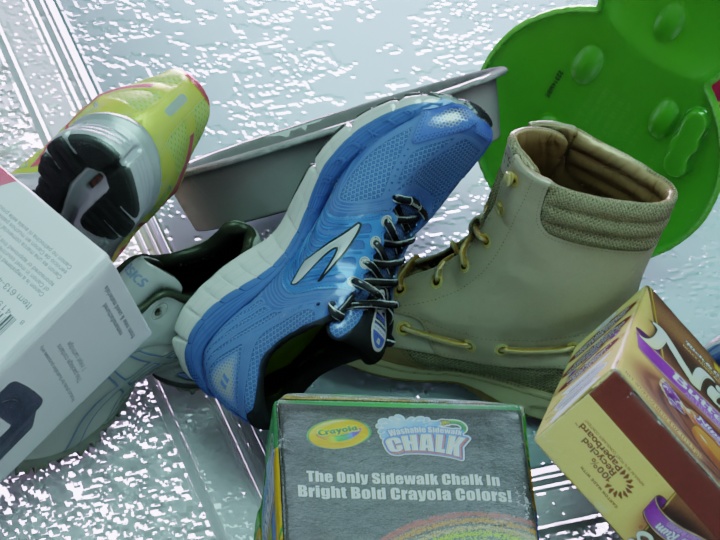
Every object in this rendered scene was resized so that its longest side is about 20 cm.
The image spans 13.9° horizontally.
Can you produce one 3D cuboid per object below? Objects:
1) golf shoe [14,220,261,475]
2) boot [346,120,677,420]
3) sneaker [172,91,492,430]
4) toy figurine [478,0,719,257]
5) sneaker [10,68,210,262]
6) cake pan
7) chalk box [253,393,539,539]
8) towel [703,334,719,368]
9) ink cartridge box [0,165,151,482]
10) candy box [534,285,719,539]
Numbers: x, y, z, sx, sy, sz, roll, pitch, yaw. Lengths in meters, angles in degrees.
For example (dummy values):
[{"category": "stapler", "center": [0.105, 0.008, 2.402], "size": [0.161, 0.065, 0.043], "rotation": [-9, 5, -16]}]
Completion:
[{"category": "golf shoe", "center": [-0.132, 0.030, 1.499], "size": [0.199, 0.097, 0.078], "rotation": [-26, 55, -30]}, {"category": "boot", "center": [0.055, -0.012, 1.530], "size": [0.199, 0.156, 0.073], "rotation": [18, 38, 7]}, {"category": "sneaker", "center": [0.000, 0.000, 1.460], "size": [0.078, 0.200, 0.089], "rotation": [28, 16, -51]}, {"category": "toy figurine", "center": [0.176, -0.126, 1.676], "size": [0.150, 0.200, 0.184], "rotation": [35, 34, 8]}, {"category": "sneaker", "center": [-0.130, -0.048, 1.523], "size": [0.078, 0.200, 0.090], "rotation": [48, 62, -9]}, {"category": "cake pan", "center": [-0.012, -0.063, 1.581], "size": [0.199, 0.037, 0.200], "rotation": [-17, 5, 1]}, {"category": "chalk box", "center": [0.015, 0.141, 1.391], "size": [0.124, 0.124, 0.201], "rotation": [3, 42, -6]}, {"category": "towel", "center": [0.247, 0.013, 1.566], "size": [0.200, 0.147, 0.024], "rotation": [-32, 89, -36]}, {"category": "ink cartridge box", "center": [-0.226, 0.042, 1.425], "size": [0.145, 0.084, 0.200], "rotation": [38, 75, 27]}, {"category": "candy box", "center": [0.149, 0.083, 1.409], "size": [0.117, 0.056, 0.200], "rotation": [48, 13, -2]}]
